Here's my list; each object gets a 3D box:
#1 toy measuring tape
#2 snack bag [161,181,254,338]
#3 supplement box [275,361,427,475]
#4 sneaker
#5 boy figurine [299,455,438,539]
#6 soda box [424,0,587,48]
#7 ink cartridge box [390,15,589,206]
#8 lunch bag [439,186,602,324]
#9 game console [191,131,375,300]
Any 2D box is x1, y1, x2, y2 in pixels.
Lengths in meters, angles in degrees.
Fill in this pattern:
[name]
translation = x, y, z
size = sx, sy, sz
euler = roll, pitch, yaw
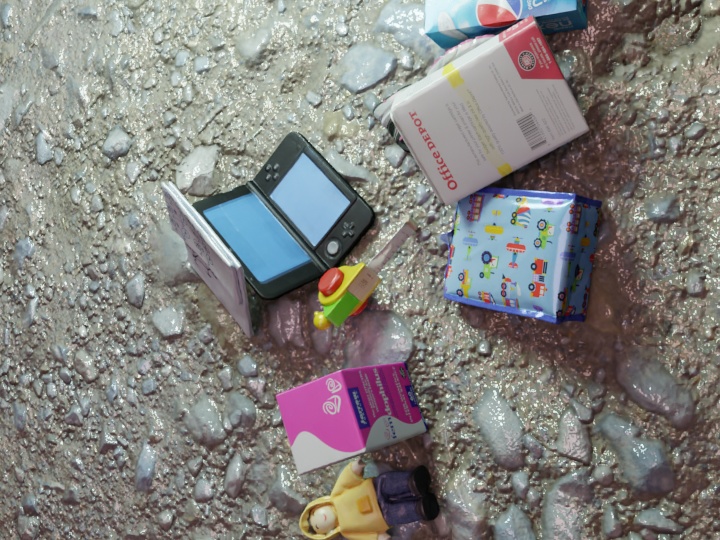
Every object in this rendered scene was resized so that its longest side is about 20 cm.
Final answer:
[toy measuring tape]
translation = 0.000, 0.000, 1.094
size = 0.073, 0.074, 0.200
euler = 38, 88, 23
[snack bag]
translation = -0.223, -0.011, 1.149
size = 0.021, 0.201, 0.189
euler = -34, 64, -21
[supplement box]
translation = -0.006, 0.184, 1.002
size = 0.103, 0.200, 0.102
euler = -24, 77, 24
[sneaker]
translation = 0.119, -0.229, 1.041
size = 0.199, 0.080, 0.087
euler = -32, 85, 30
[boy figurine]
translation = 0.003, 0.318, 1.068
size = 0.198, 0.064, 0.126
euler = -19, 82, 23
[soda box]
translation = 0.185, -0.337, 1.005
size = 0.198, 0.068, 0.065
euler = -1, 86, 27
[ink cartridge box]
translation = 0.156, -0.195, 0.965
size = 0.199, 0.084, 0.146
euler = -27, 108, 19
[lunch bag]
translation = 0.184, -0.026, 0.987
size = 0.199, 0.094, 0.152
euler = 11, 95, 37
[game console]
translation = -0.111, -0.084, 1.119
size = 0.200, 0.116, 0.176
euler = 48, 108, 21
